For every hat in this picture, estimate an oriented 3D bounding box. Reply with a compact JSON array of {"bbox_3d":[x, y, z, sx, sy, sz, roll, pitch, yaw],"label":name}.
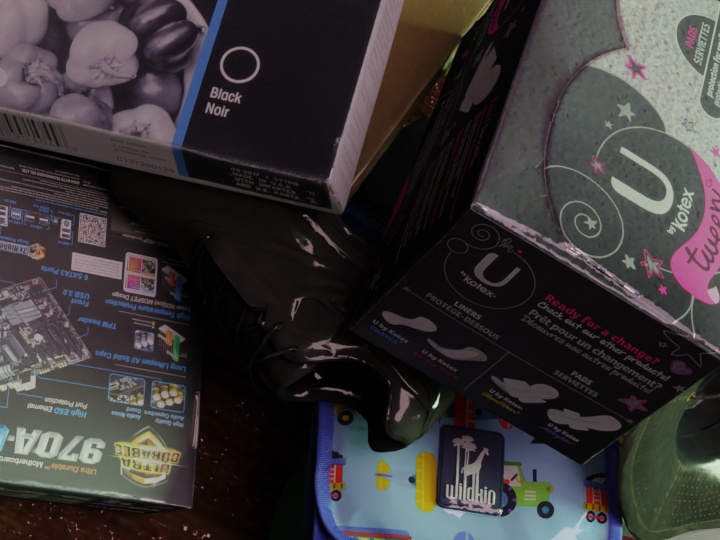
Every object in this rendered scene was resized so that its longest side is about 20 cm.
[{"bbox_3d":[0.179,0.038,0.873,0.200,0.201,0.081,-11,43,-36],"label":"hat"}]

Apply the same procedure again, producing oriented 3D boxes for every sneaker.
[{"bbox_3d":[-0.037,0.008,0.824,0.200,0.076,0.091,31,60,6],"label":"sneaker"}]

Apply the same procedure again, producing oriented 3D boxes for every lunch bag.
[{"bbox_3d":[0.047,0.135,0.858,0.150,0.094,0.200,5,73,-7],"label":"lunch bag"}]

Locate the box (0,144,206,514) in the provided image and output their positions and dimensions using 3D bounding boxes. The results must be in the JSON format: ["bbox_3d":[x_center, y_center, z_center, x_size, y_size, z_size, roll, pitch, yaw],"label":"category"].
[{"bbox_3d":[-0.167,0.024,0.831,0.200,0.046,0.159,12,72,-33],"label":"box"}]

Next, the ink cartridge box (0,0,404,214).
[{"bbox_3d":[-0.079,-0.140,0.825,0.198,0.043,0.200,12,68,8],"label":"ink cartridge box"}]

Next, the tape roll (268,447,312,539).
[{"bbox_3d":[0.046,0.164,0.951,0.200,0.048,0.201,9,74,-34],"label":"tape roll"}]

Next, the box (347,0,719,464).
[{"bbox_3d":[0.101,-0.040,0.801,0.132,0.115,0.200,30,52,-10],"label":"box"}]

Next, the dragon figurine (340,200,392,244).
[{"bbox_3d":[0.000,0.000,0.904,0.200,0.059,0.099,35,100,8],"label":"dragon figurine"}]

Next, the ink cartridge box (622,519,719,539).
[{"bbox_3d":[0.195,0.183,0.982,0.200,0.083,0.145,-35,124,-46],"label":"ink cartridge box"}]

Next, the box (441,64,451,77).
[{"bbox_3d":[0.093,-0.216,1.020,0.048,0.122,0.200,32,58,9],"label":"box"}]

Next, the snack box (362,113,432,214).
[{"bbox_3d":[0.110,-0.017,0.993,0.200,0.068,0.169,-21,85,-46],"label":"snack box"}]

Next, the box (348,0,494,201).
[{"bbox_3d":[-0.048,-0.145,0.902,0.200,0.021,0.164,34,68,6],"label":"box"}]
